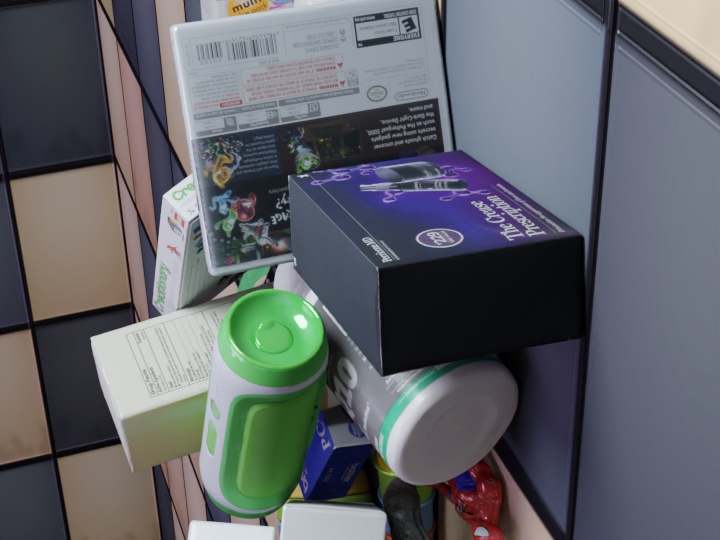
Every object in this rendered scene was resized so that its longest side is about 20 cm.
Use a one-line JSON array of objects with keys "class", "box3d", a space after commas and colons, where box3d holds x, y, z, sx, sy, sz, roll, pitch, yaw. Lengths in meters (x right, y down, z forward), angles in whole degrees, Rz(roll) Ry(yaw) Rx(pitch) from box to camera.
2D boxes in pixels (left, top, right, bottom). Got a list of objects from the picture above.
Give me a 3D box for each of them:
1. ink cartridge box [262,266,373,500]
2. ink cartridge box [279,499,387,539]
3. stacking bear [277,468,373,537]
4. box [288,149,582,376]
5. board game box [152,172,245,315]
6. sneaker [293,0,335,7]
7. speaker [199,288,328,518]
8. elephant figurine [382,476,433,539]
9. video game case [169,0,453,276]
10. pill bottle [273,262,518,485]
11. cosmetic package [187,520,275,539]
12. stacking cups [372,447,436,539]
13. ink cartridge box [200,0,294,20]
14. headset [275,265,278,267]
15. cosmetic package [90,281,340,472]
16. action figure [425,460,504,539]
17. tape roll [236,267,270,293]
[{"class": "ink cartridge box", "box3d": [-0.048, 0.100, 1.282, 0.094, 0.044, 0.201, 117, 141, -47]}, {"class": "ink cartridge box", "box3d": [-0.027, 0.263, 1.142, 0.200, 0.082, 0.147, 99, 174, -82]}, {"class": "stacking bear", "box3d": [-0.036, 0.234, 1.492, 0.114, 0.120, 0.202, 166, 102, -68]}, {"class": "box", "box3d": [0.044, -0.012, 0.951, 0.200, 0.140, 0.080, -134, 35, -62]}, {"class": "board game box", "box3d": [-0.111, -0.039, 1.158, 0.035, 0.126, 0.200, 44, 154, 12]}, {"class": "sneaker", "box3d": [-0.055, -0.172, 1.270, 0.078, 0.098, 0.202, -124, 27, -54]}, {"class": "speaker", "box3d": [-0.075, 0.105, 1.062, 0.201, 0.088, 0.089, 104, 151, -48]}, {"class": "elephant figurine", "box3d": [0.067, 0.298, 1.143, 0.156, 0.141, 0.200, -56, 29, 18]}, {"class": "video game case", "box3d": [-0.029, -0.103, 1.037, 0.023, 0.198, 0.184, -151, 52, -71]}, {"class": "pill bottle", "box3d": [0.021, 0.056, 1.067, 0.200, 0.112, 0.114, 50, 149, 39]}, {"class": "cosmetic package", "box3d": [-0.106, 0.290, 1.149, 0.201, 0.070, 0.102, 94, 179, -59]}, {"class": "stacking cups", "box3d": [0.039, 0.217, 1.275, 0.061, 0.060, 0.202, -126, 29, -57]}, {"class": "ink cartridge box", "box3d": [-0.087, -0.275, 1.283, 0.068, 0.114, 0.202, -124, 27, -53]}, {"class": "headset", "box3d": [0.000, 0.000, 1.205, 0.200, 0.093, 0.125, 27, 127, 59]}, {"class": "cosmetic package", "box3d": [-0.114, 0.082, 1.173, 0.106, 0.198, 0.072, -121, 20, -45]}, {"class": "action figure", "box3d": [0.071, 0.150, 1.147, 0.201, 0.051, 0.066, -120, 28, -44]}, {"class": "tape roll", "box3d": [-0.072, 0.080, 1.423, 0.200, 0.048, 0.203, 0, 90, 60]}]
